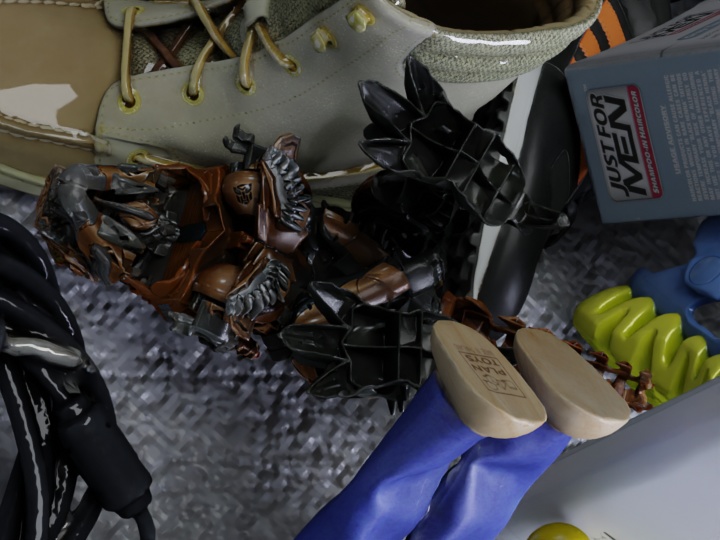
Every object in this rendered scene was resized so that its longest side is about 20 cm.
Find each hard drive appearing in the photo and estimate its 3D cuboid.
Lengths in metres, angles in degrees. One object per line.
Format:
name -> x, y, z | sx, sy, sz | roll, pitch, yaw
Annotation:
hard drive -> 0.132, 0.091, 0.762 | 0.132, 0.200, 0.027 | 37, 65, -8

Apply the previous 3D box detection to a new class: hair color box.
hair color box -> 0.179, -0.064, 0.803 | 0.099, 0.200, 0.061 | -27, 107, -45

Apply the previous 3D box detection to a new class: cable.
cable -> -0.160, 0.066, 0.690 | 0.200, 0.051, 0.164 | -27, 109, -22

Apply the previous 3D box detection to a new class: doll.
doll -> -0.007, 0.105, 0.709 | 0.136, 0.200, 0.048 | 6, 34, -48

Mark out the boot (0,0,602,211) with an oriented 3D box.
boot -> -0.040, -0.076, 0.778 | 0.199, 0.155, 0.072 | 9, 66, -23

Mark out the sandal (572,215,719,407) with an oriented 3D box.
sandal -> 0.152, 0.028, 0.801 | 0.087, 0.200, 0.079 | -49, 128, -3

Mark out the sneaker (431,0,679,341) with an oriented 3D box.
sneaker -> 0.082, -0.054, 0.879 | 0.090, 0.070, 0.201 | 22, 59, -13

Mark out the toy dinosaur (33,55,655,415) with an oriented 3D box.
toy dinosaur -> 0.000, 0.000, 0.775 | 0.199, 0.136, 0.103 | -1, 79, -18

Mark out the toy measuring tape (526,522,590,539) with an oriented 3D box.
toy measuring tape -> 0.049, 0.180, 0.774 | 0.073, 0.074, 0.201 | 16, 79, -19
